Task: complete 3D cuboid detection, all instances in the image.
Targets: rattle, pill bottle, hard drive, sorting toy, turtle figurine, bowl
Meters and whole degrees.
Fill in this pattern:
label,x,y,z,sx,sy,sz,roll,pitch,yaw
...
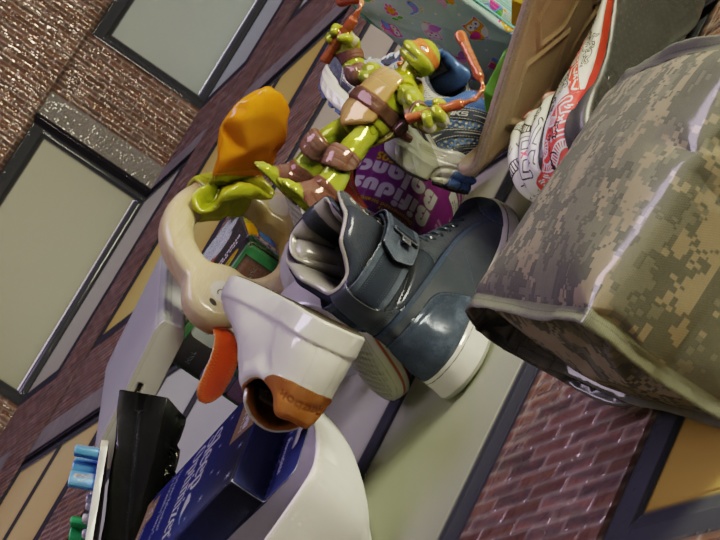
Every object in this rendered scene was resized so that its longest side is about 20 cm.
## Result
label,x,y,z,sx,sy,sz,roll,pitch,yaw
rattle,-0.082,-0.014,1.524,0.143,0.130,0.200,-39,31,38
pill bottle,0.004,-0.019,1.536,0.112,0.112,0.200,-40,20,50
hard drive,-0.181,0.070,1.649,0.132,0.026,0.200,-63,12,13
sorting toy,0.139,-0.176,1.361,0.185,0.036,0.200,-40,-21,-45
turtle figurine,0.001,-0.113,1.398,0.161,0.064,0.200,-46,42,-3
bowl,-0.062,0.193,1.326,0.200,0.075,0.200,-55,12,7

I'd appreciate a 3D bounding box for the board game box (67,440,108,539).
label,x,y,z,sx,sy,sz,roll,pitch,yaw
board game box,-0.221,0.253,1.504,0.200,0.026,0.200,109,168,-63

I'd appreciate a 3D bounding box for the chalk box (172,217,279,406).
label,x,y,z,sx,sy,sz,roll,pitch,yaw
chalk box,-0.083,0.046,1.678,0.125,0.124,0.200,-53,13,7

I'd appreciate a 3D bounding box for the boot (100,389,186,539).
label,x,y,z,sx,sy,sz,roll,pitch,yaw
boot,-0.175,0.207,1.521,0.165,0.066,0.200,117,157,-69

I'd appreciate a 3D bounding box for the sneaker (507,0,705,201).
label,x,y,z,sx,sy,sz,roll,pitch,yaw
sneaker,0.161,-0.134,1.342,0.108,0.067,0.201,-33,28,55

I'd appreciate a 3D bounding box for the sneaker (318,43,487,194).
label,x,y,z,sx,sy,sz,roll,pitch,yaw
sneaker,0.042,-0.130,1.471,0.200,0.077,0.085,43,109,49

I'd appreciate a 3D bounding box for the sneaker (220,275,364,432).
label,x,y,z,sx,sy,sz,roll,pitch,yaw
sneaker,-0.062,0.056,1.303,0.085,0.073,0.200,-66,16,1

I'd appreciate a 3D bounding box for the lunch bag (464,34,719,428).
label,x,y,z,sx,sy,sz,roll,pitch,yaw
lunch bag,0.147,-0.020,0.986,0.164,0.118,0.200,-58,17,-7

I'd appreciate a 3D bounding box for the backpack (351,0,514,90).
label,x,y,z,sx,sy,sz,roll,pitch,yaw
backpack,0.090,-0.218,1.519,0.167,0.200,0.127,-36,23,55

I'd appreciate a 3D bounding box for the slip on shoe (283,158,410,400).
label,x,y,z,sx,sy,sz,roll,pitch,yaw
slip on shoe,0.000,0.000,1.422,0.074,0.061,0.200,95,157,-60

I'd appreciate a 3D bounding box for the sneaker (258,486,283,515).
label,x,y,z,sx,sy,sz,roll,pitch,yaw
sneaker,-0.105,0.177,1.507,0.200,0.089,0.074,-40,21,55

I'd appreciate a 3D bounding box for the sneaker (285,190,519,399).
label,x,y,z,sx,sy,sz,roll,pitch,yaw
sneaker,0.030,-0.019,1.366,0.077,0.146,0.202,-50,12,33

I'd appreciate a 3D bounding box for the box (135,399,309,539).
label,x,y,z,sx,sy,sz,roll,pitch,yaw
box,-0.098,0.149,1.341,0.200,0.032,0.121,-46,14,32
